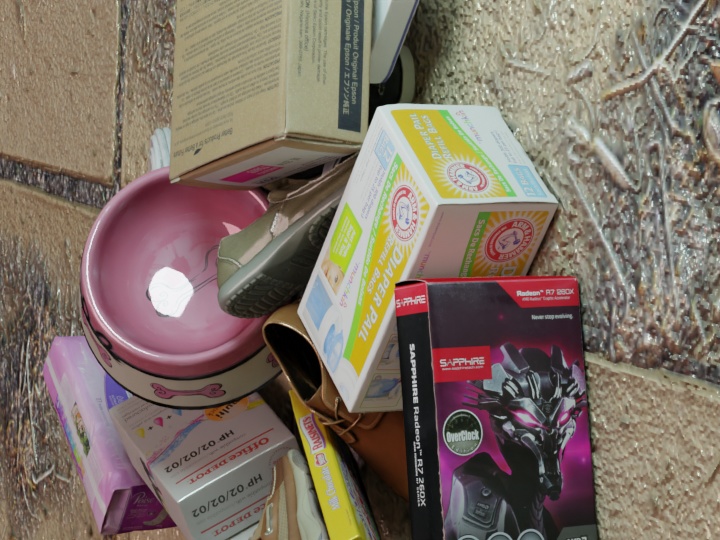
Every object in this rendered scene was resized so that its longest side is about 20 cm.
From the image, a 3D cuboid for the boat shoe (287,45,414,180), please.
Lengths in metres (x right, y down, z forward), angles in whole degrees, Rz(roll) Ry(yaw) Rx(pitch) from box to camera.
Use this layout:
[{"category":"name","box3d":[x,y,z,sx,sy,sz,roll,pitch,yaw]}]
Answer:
[{"category":"boat shoe","box3d":[-0.030,-0.127,1.754,0.200,0.067,0.072,-36,62,58]}]

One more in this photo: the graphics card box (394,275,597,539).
[{"category":"graphics card box","box3d":[0.091,0.104,1.487,0.051,0.125,0.202,-9,83,60]}]

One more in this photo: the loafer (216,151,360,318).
[{"category":"loafer","box3d":[-0.037,-0.045,1.655,0.200,0.075,0.070,-36,58,19]}]

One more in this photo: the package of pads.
[{"category":"package of pads","box3d":[-0.205,0.144,2.025,0.201,0.120,0.076,62,144,39]}]

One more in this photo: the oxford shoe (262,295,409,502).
[{"category":"oxford shoe","box3d":[-0.005,0.108,1.662,0.200,0.071,0.071,48,122,14]}]

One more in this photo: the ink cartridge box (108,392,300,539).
[{"category":"ink cartridge box","box3d":[-0.117,0.161,1.858,0.200,0.115,0.068,43,158,51]}]

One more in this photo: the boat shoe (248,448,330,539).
[{"category":"boat shoe","box3d":[-0.053,0.202,1.682,0.076,0.071,0.200,60,-175,-22]}]

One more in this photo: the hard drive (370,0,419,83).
[{"category":"hard drive","box3d":[-0.012,-0.253,1.663,0.200,0.025,0.132,57,137,40]}]

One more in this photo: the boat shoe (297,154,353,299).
[{"category":"boat shoe","box3d":[0.000,0.000,1.713,0.066,0.070,0.201,16,98,61]}]

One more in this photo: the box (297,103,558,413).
[{"category":"box","box3d":[0.045,-0.008,1.587,0.113,0.101,0.201,60,140,41]}]

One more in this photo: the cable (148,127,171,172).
[{"category":"cable","box3d":[-0.146,-0.026,1.911,0.200,0.069,0.202,166,100,-82]}]

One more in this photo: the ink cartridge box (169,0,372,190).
[{"category":"ink cartridge box","box3d":[-0.068,-0.156,1.648,0.200,0.075,0.166,-13,73,59]}]

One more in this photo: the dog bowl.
[{"category":"dog bowl","box3d":[-0.134,0.004,1.755,0.074,0.199,0.201,72,-175,-71]}]

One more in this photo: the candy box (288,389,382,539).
[{"category":"candy box","box3d":[-0.010,0.178,1.673,0.103,0.026,0.200,61,-175,-33]}]
